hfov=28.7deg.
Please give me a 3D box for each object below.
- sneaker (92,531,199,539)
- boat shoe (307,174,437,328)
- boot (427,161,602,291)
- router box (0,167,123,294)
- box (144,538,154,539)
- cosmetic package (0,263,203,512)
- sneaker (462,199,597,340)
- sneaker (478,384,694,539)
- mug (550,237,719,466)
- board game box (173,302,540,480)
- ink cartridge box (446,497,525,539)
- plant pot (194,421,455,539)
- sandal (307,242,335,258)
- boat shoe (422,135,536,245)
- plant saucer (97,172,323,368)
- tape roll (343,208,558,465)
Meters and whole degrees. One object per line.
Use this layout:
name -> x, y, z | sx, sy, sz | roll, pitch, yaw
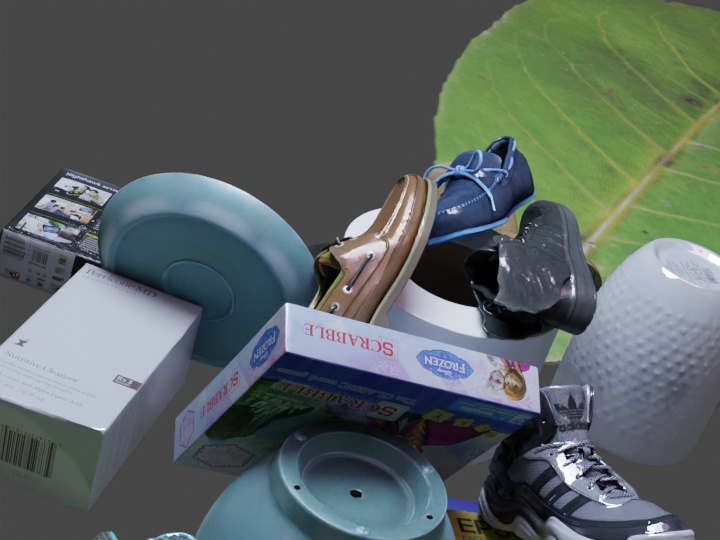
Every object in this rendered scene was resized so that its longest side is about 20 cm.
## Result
sneaker -> -0.109, 0.200, 0.881 | 0.200, 0.078, 0.091 | 3, 33, 22
boat shoe -> 0.000, 0.000, 1.084 | 0.068, 0.072, 0.200 | 27, 62, -8
boot -> 0.165, -0.046, 1.535 | 0.175, 0.066, 0.200 | 16, 27, -11
router box -> -0.208, -0.015, 1.276 | 0.200, 0.051, 0.149 | 20, 28, 1
box -> -0.176, 0.253, 0.751 | 0.200, 0.148, 0.104 | -11, 41, -44
cosmetic package -> -0.210, 0.084, 1.080 | 0.113, 0.081, 0.200 | 20, 30, 4
sneaker -> 0.133, -0.007, 1.173 | 0.104, 0.060, 0.200 | 15, 33, -18
sneaker -> 0.158, 0.141, 1.012 | 0.075, 0.114, 0.200 | 2, 2, -34
mug -> 0.276, 0.053, 1.319 | 0.147, 0.175, 0.200 | 17, 29, -4
board game box -> -0.007, 0.106, 1.022 | 0.200, 0.200, 0.041 | 15, 55, -23
ink cartridge box -> 0.151, 0.235, 1.075 | 0.197, 0.047, 0.200 | 10, 32, -18
plant pot -> -0.016, 0.190, 0.963 | 0.200, 0.134, 0.200 | 14, 30, -8
sandal -> 0.041, 0.005, 1.405 | 0.200, 0.048, 0.075 | 3, 32, -3
boat shoe -> 0.094, -0.073, 1.236 | 0.084, 0.069, 0.200 | -12, 11, 21
plant saucer -> -0.127, 0.010, 1.142 | 0.200, 0.200, 0.027 | 22, 44, 4
tape roll -> 0.062, 0.055, 1.229 | 0.202, 0.139, 0.203 | 15, 29, -8
